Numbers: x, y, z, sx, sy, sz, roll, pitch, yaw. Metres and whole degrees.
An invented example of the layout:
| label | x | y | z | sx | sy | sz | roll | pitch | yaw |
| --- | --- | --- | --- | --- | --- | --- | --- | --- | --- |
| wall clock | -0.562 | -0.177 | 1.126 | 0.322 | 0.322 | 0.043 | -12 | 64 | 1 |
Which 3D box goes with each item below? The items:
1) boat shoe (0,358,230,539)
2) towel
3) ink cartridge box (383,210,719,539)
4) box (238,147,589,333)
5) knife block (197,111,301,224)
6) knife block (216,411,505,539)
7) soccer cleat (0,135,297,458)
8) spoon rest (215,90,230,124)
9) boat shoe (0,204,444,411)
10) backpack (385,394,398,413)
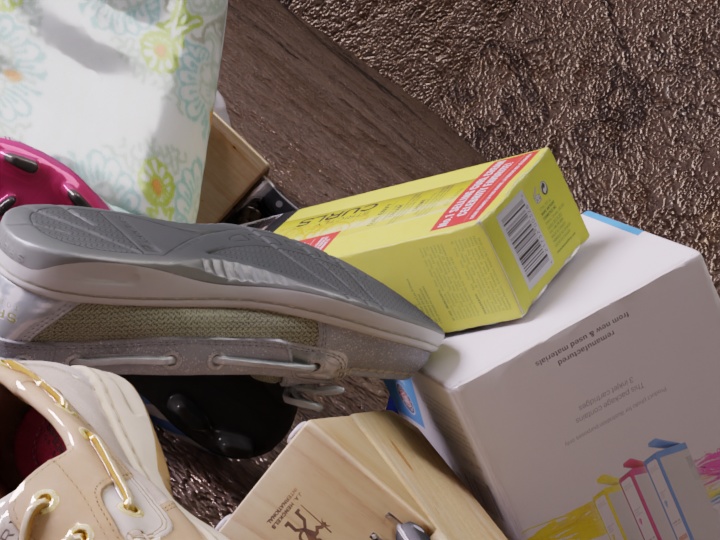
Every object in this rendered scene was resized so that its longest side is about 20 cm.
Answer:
| label | x | y | z | sx | sy | sz | roll | pitch | yaw |
| --- | --- | --- | --- | --- | --- | --- | --- | --- | --- |
| boat shoe | -0.086 | 0.087 | 0.701 | 0.069 | 0.074 | 0.200 | 20 | 15 | -31 |
| towel | -0.148 | -0.102 | 1.068 | 0.200 | 0.172 | 0.048 | 27 | -31 | -33 |
| ink cartridge box | 0.111 | 0.096 | 1.063 | 0.201 | 0.125 | 0.129 | 65 | -11 | -16 |
| box | 0.000 | 0.000 | 1.074 | 0.075 | 0.200 | 0.050 | -45 | 115 | -46 |
| knife block | -0.095 | -0.057 | 1.364 | 0.175 | 0.064 | 0.200 | 37 | -8 | 44 |
| knife block | 0.036 | 0.136 | 0.925 | 0.175 | 0.064 | 0.200 | 41 | 7 | 11 |
| soccer cleat | -0.113 | 0.013 | 1.025 | 0.200 | 0.070 | 0.086 | 41 | -4 | -22 |
| spoon rest | -0.148 | -0.146 | 1.836 | 0.099 | 0.061 | 0.200 | 33 | 23 | -30 |
| boat shoe | -0.059 | 0.021 | 0.962 | 0.201 | 0.065 | 0.074 | 8 | 19 | -35 |
| backpack | 0.105 | 0.069 | 1.329 | 0.168 | 0.163 | 0.200 | 30 | 12 | -34 |
